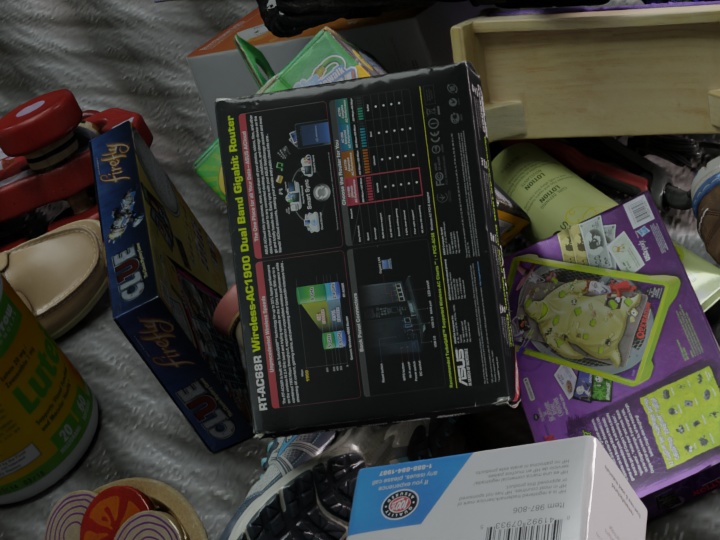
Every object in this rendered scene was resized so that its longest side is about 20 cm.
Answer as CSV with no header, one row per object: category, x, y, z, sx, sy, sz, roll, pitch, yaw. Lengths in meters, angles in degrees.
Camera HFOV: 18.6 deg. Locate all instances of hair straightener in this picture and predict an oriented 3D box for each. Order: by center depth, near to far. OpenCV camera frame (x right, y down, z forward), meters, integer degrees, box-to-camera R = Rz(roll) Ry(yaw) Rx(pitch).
hair straightener,0.173,-0.087,1.438,0.077,0.041,0.200,-44,34,-16

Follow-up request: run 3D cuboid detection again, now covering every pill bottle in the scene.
pill bottle,-0.269,0.054,1.461,0.111,0.200,0.111,-19,40,17

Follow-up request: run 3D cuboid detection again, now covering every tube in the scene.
tube,0.150,-0.017,1.377,0.200,0.052,0.058,45,125,47

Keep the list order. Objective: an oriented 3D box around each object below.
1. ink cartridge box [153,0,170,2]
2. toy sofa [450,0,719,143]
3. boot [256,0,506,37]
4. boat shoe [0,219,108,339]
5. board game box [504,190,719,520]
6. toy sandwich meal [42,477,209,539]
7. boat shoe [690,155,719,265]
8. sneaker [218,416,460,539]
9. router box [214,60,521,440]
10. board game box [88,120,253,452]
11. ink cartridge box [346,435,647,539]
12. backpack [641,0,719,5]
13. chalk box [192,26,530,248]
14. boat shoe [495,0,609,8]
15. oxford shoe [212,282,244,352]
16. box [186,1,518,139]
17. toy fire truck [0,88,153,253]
ink cartridge box,-0.026,-0.246,1.676,0.198,0.047,0.200,-2,11,32
toy sofa,0.164,-0.127,1.374,0.200,0.083,0.098,0,18,30
boot,0.001,-0.219,1.442,0.158,0.079,0.211,-9,22,-6
boat shoe,-0.264,0.027,1.581,0.200,0.065,0.071,-34,70,7
board game box,0.148,0.054,1.283,0.120,0.032,0.200,-23,50,7
toy sandwich meal,-0.163,0.211,1.278,0.205,0.070,0.205,-22,56,36
boat shoe,0.295,-0.053,1.304,0.200,0.072,0.072,-26,42,25
sneaker,-0.023,0.124,1.332,0.200,0.078,0.086,-44,29,-28
router box,0.005,-0.010,1.262,0.150,0.062,0.200,-7,85,10
board game box,-0.127,0.009,1.468,0.035,0.136,0.200,-26,37,8
ink cartridge box,0.063,0.199,1.149,0.145,0.084,0.200,-10,50,27
backpack,0.240,-0.241,1.435,0.183,0.200,0.147,-42,19,-10
chalk box,-0.014,-0.063,1.365,0.124,0.124,0.200,-46,78,8
boat shoe,0.127,-0.208,1.404,0.076,0.074,0.200,-2,1,-5
oxford shoe,0.000,0.000,1.464,0.200,0.070,0.075,-38,68,-15
box,0.002,-0.141,1.537,0.200,0.098,0.124,-6,24,36
toy fire truck,-0.253,-0.076,1.684,0.200,0.112,0.168,-24,20,10
